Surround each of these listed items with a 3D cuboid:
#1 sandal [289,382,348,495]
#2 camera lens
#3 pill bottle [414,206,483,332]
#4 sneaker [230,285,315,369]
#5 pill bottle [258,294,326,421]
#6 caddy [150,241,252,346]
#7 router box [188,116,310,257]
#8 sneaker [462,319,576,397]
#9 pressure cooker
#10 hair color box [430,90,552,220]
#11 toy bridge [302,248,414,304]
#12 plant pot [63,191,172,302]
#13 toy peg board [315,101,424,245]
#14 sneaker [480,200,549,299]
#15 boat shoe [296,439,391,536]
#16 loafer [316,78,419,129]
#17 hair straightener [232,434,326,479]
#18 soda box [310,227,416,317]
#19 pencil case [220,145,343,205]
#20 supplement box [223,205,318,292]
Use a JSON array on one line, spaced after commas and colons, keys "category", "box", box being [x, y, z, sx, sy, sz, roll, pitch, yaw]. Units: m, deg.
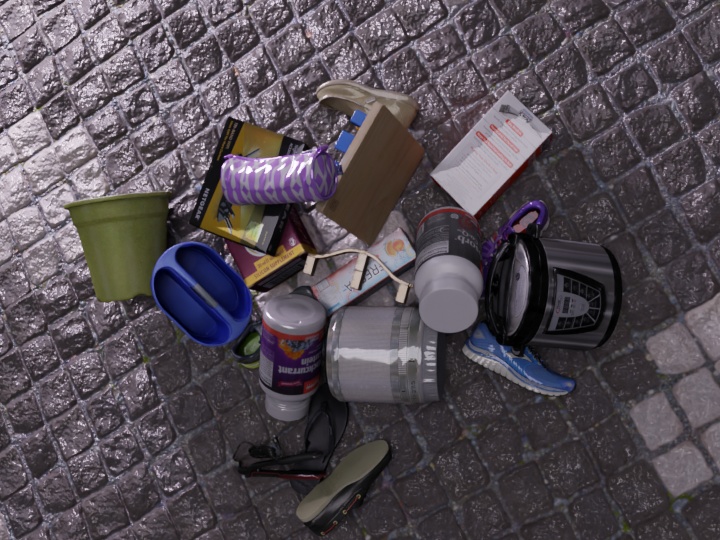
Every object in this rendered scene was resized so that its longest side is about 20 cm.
[{"category": "sandal", "box": [-0.073, 0.304, 1.363, 0.074, 0.043, 0.205, 15, 88, 14]}, {"category": "camera lens", "box": [0.041, 0.143, 1.293, 0.195, 0.160, 0.165, 0, 84, 13]}, {"category": "pill bottle", "box": [0.145, -0.002, 1.251, 0.113, 0.118, 0.202, -7, 40, 12]}, {"category": "sneaker", "box": [-0.156, 0.105, 1.384, 0.200, 0.081, 0.074, -45, 77, 5]}, {"category": "pill bottle", "box": [-0.121, 0.155, 1.324, 0.109, 0.112, 0.204, 15, 118, 14]}, {"category": "caddy", "box": [-0.287, 0.042, 1.368, 0.200, 0.105, 0.142, 46, 75, -18]}, {"category": "router box", "box": [-0.191, -0.146, 1.329, 0.154, 0.052, 0.204, 19, 87, 13]}, {"category": "sneaker", "box": [0.274, 0.146, 1.281, 0.197, 0.078, 0.091, 26, 93, 15]}, {"category": "pressure cooker", "box": [0.293, 0.037, 1.214, 0.195, 0.180, 0.179, 7, 51, -10]}, {"category": "hair color box", "box": [0.230, -0.198, 1.336, 0.200, 0.064, 0.111, -46, 76, 6]}, {"category": "toy bridge", "box": [0.000, 0.000, 1.314, 0.195, 0.027, 0.069, 16, 88, 15]}, {"category": "plant pot", "box": [-0.440, -0.041, 1.426, 0.195, 0.200, 0.189, -7, 94, 12]}, {"category": "toy peg board", "box": [-0.006, -0.178, 1.330, 0.097, 0.198, 0.203, 31, 91, 30]}, {"category": "sneaker", "box": [0.246, -0.043, 1.305, 0.080, 0.083, 0.202, 37, 94, 14]}, {"category": "boat shoe", "box": [-0.020, 0.380, 1.336, 0.201, 0.074, 0.063, -42, 113, -4]}, {"category": "loafer", "box": [0.008, -0.297, 1.392, 0.195, 0.076, 0.070, 12, 81, 13]}, {"category": "hair straightener", "box": [-0.151, 0.332, 1.363, 0.196, 0.041, 0.079, -7, 89, 31]}, {"category": "soda box", "box": [0.011, 0.007, 1.362, 0.198, 0.068, 0.064, -33, 79, 8]}, {"category": "pencil case", "box": [-0.132, -0.151, 1.224, 0.195, 0.084, 0.088, -2, 110, 26]}, {"category": "supplement box", "box": [-0.181, -0.081, 1.399, 0.129, 0.103, 0.203, -31, 78, 9]}]
